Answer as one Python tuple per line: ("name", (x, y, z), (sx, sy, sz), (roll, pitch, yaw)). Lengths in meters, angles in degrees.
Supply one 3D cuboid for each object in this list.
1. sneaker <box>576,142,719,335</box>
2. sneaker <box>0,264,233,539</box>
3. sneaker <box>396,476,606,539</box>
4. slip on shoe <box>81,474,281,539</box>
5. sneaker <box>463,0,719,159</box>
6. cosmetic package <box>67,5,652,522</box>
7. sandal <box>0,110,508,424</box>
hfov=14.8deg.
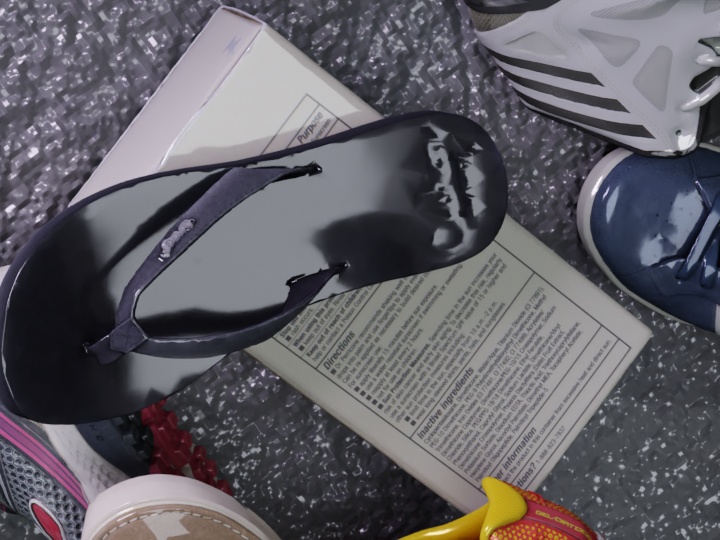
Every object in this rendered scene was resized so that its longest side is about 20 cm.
("sneaker", (0.181, 0.009, 1.099), (0.200, 0.085, 0.075), (24, 94, -19))
("sneaker", (-0.098, 0.086, 1.048), (0.075, 0.081, 0.200), (-18, 108, 18))
("sneaker", (0.009, 0.142, 1.060), (0.077, 0.073, 0.200), (34, 121, -20))
("slip on shoe", (-0.042, 0.163, 0.998), (0.076, 0.061, 0.200), (-17, 118, 5))
("sneaker", (0.140, -0.113, 1.048), (0.200, 0.076, 0.115), (-17, 122, 22))
("cosmetic package", (0.000, 0.000, 1.052), (0.200, 0.071, 0.105), (39, 89, -20))
("sandal", (-0.039, -0.007, 0.974), (0.200, 0.043, 0.076), (-25, 105, -14))
